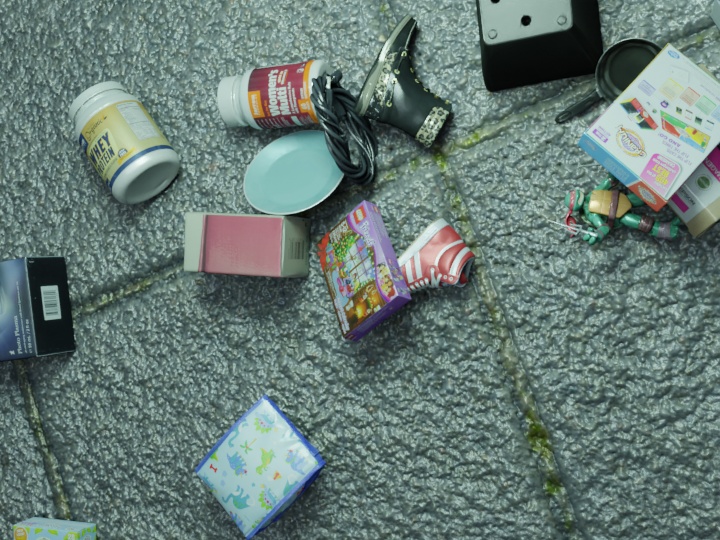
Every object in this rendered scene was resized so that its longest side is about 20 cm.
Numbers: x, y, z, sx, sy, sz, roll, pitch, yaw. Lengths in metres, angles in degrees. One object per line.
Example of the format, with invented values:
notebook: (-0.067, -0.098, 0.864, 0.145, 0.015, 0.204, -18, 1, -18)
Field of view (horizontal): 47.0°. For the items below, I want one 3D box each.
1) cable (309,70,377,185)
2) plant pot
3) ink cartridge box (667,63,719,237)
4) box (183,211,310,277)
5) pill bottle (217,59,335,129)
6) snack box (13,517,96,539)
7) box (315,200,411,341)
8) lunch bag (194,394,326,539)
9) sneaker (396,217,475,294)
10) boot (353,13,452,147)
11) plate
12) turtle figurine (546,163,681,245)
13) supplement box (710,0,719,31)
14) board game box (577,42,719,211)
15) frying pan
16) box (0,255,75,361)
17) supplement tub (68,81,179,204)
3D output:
cable: (-0.023, -0.240, 1.411, 0.050, 0.163, 0.202, -16, 104, 19)
plant pot: (0.269, -0.413, 1.300, 0.197, 0.177, 0.203, -6, 88, 19)
ink cartridge box: (0.507, -0.180, 1.240, 0.164, 0.075, 0.201, -37, 79, -12)
box: (-0.204, -0.047, 1.506, 0.198, 0.128, 0.110, 3, 92, 20)
pill bottle: (-0.150, -0.313, 1.490, 0.198, 0.109, 0.111, -2, 90, 20)
snack box: (-0.629, 0.623, 1.708, 0.167, 0.068, 0.203, -2, 89, 21)
box: (0.000, 0.000, 1.424, 0.137, 0.039, 0.202, -39, 53, 30)
lunch bag: (-0.174, 0.351, 1.505, 0.170, 0.127, 0.200, 45, 114, 14)
sneaker: (0.110, 0.019, 1.423, 0.112, 0.071, 0.200, 44, 103, 17)
boot: (0.092, -0.324, 1.425, 0.153, 0.073, 0.205, 28, 74, -5)
plate: (-0.114, -0.171, 1.481, 0.198, 0.026, 0.202, -10, 52, 13)
turtle figurine: (0.396, -0.106, 1.300, 0.197, 0.101, 0.152, 8, 85, 9)
supplement box: (0.632, -0.403, 1.208, 0.199, 0.103, 0.102, -32, 80, 16)
board game box: (0.434, -0.207, 1.187, 0.153, 0.040, 0.200, 43, 78, 11)
frying pan: (0.412, -0.286, 1.324, 0.114, 0.031, 0.191, 32, 129, -2)
box: (-0.711, 0.084, 1.698, 0.196, 0.123, 0.203, -9, 88, 21)
supplement tub: (-0.454, -0.245, 1.584, 0.144, 0.144, 0.201, -40, 78, 16)
